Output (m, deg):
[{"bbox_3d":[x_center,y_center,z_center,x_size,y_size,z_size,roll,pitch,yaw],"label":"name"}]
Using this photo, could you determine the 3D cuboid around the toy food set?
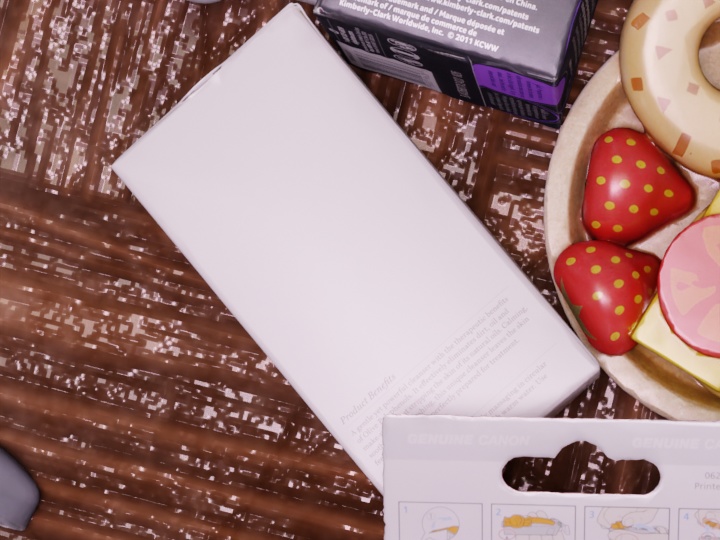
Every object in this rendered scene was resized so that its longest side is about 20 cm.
[{"bbox_3d":[0.178,-0.026,0.951,0.197,0.049,0.201,31,88,7],"label":"toy food set"}]

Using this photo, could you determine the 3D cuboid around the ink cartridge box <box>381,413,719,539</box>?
[{"bbox_3d":[0.087,0.144,0.907,0.161,0.050,0.202,1,108,5],"label":"ink cartridge box"}]

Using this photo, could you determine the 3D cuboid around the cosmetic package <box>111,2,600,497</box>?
[{"bbox_3d":[0.000,0.000,0.946,0.107,0.085,0.200,-39,82,1],"label":"cosmetic package"}]

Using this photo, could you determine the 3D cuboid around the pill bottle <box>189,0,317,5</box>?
[{"bbox_3d":[-0.094,-0.180,0.957,0.198,0.111,0.112,18,87,6],"label":"pill bottle"}]

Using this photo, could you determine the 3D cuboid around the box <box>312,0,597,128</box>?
[{"bbox_3d":[0.064,-0.177,0.937,0.105,0.122,0.202,18,86,7],"label":"box"}]

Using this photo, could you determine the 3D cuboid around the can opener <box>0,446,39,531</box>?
[{"bbox_3d":[-0.127,0.130,0.962,0.199,0.053,0.067,27,89,6],"label":"can opener"}]
